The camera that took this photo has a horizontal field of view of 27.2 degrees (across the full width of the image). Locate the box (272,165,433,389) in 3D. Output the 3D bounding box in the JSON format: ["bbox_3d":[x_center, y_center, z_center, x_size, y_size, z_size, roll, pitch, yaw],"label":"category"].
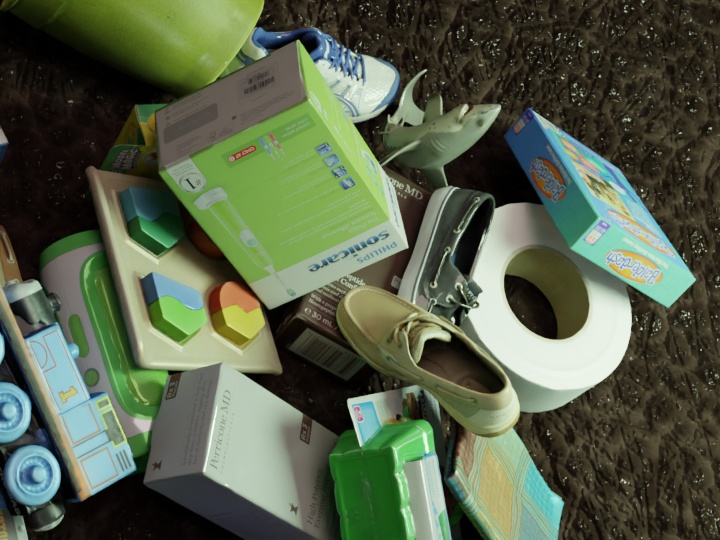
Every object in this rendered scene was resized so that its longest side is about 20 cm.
[{"bbox_3d":[0.000,0.000,1.423,0.100,0.075,0.201,28,55,-12],"label":"box"}]

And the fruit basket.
[{"bbox_3d":[0.051,0.194,1.287,0.199,0.093,0.187,-1,80,-61],"label":"fruit basket"}]

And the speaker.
[{"bbox_3d":[-0.212,0.070,1.275,0.088,0.088,0.202,-11,72,-30],"label":"speaker"}]

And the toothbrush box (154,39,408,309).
[{"bbox_3d":[-0.067,-0.078,1.296,0.200,0.145,0.087,54,18,-42],"label":"toothbrush box"}]

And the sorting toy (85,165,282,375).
[{"bbox_3d":[-0.148,0.000,1.314,0.199,0.036,0.187,11,56,-54],"label":"sorting toy"}]

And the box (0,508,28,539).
[{"bbox_3d":[-0.341,0.222,1.159,0.157,0.048,0.202,-8,70,-31],"label":"box"}]

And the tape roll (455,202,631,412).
[{"bbox_3d":[0.171,0.036,1.491,0.201,0.071,0.204,11,61,-21],"label":"tape roll"}]

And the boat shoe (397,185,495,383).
[{"bbox_3d":[0.085,0.012,1.392,0.070,0.066,0.201,50,50,-47],"label":"boat shoe"}]

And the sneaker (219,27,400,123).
[{"bbox_3d":[-0.038,-0.199,1.491,0.198,0.088,0.076,-2,65,-29],"label":"sneaker"}]

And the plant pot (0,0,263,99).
[{"bbox_3d":[-0.200,-0.266,1.396,0.192,0.200,0.201,36,55,-20],"label":"plant pot"}]

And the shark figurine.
[{"bbox_3d":[0.063,-0.119,1.471,0.128,0.214,0.090,-39,110,-5],"label":"shark figurine"}]

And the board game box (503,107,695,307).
[{"bbox_3d":[0.240,-0.065,1.511,0.151,0.045,0.201,29,24,-33],"label":"board game box"}]

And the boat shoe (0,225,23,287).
[{"bbox_3d":[-0.295,0.044,1.255,0.071,0.076,0.201,-17,76,-34],"label":"boat shoe"}]

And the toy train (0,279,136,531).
[{"bbox_3d":[-0.262,0.099,1.164,0.114,0.086,0.202,-27,97,-38],"label":"toy train"}]

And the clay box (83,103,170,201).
[{"bbox_3d":[-0.152,-0.109,1.375,0.198,0.115,0.048,-4,67,-28],"label":"clay box"}]

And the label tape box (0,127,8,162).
[{"bbox_3d":[-0.418,-0.160,1.298,0.143,0.066,0.201,-23,79,-33],"label":"label tape box"}]

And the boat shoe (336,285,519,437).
[{"bbox_3d":[0.056,0.066,1.294,0.072,0.065,0.200,-41,58,-19],"label":"boat shoe"}]

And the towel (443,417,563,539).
[{"bbox_3d":[0.133,0.200,1.338,0.201,0.022,0.147,57,28,-30],"label":"towel"}]

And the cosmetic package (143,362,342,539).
[{"bbox_3d":[-0.082,0.168,1.253,0.200,0.074,0.103,37,49,-41],"label":"cosmetic package"}]
